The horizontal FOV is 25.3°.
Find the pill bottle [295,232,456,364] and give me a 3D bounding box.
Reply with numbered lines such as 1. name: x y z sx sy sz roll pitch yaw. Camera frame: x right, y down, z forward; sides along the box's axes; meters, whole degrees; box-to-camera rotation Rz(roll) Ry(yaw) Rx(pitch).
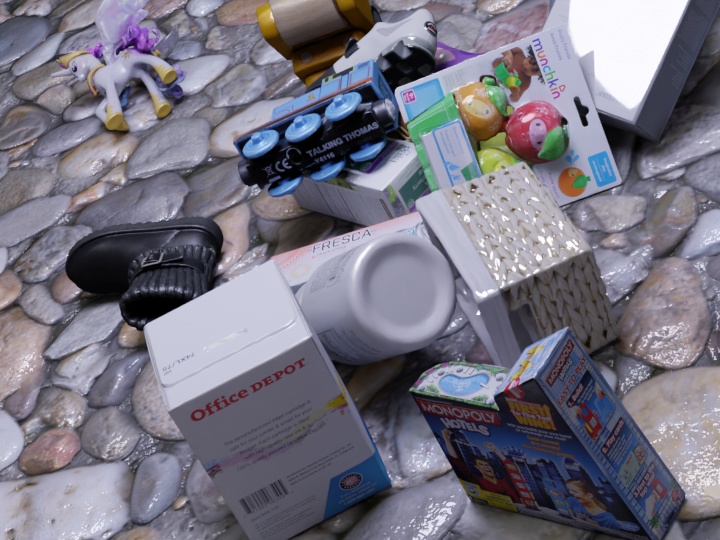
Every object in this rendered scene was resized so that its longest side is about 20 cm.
1. pill bottle: 0.005 0.035 1.596 0.114 0.114 0.200 -44 9 -23

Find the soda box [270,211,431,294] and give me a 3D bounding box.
1. soda box: 0.000 0.000 1.741 0.199 0.064 0.068 -18 36 15

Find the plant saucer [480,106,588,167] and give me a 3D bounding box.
1. plant saucer: 0.178 -0.180 1.883 0.199 0.031 0.200 -17 36 13

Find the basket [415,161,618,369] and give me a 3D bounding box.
1. basket: 0.154 -0.001 1.578 0.123 0.136 0.200 -26 36 -2

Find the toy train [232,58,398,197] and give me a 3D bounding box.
1. toy train: -0.049 -0.157 1.820 0.200 0.087 0.114 -23 30 18

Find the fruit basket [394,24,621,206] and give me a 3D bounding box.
1. fruit basket: 0.157 -0.144 1.732 0.199 0.186 0.094 -19 4 16

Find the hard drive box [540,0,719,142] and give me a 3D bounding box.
1. hard drive box: 0.290 -0.264 1.767 0.156 0.077 0.200 26 92 32

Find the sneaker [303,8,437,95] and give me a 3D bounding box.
1. sneaker: 0.017 -0.242 1.887 0.200 0.074 0.089 -22 43 37

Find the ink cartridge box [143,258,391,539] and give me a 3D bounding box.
1. ink cartridge box: -0.088 0.127 1.515 0.146 0.200 0.146 -27 35 -1

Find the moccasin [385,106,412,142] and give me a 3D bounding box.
1. moccasin: 0.059 -0.168 1.877 0.201 0.074 0.078 -1 57 58

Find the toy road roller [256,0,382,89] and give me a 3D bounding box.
1. toy road roller: -0.034 -0.268 2.009 0.123 0.200 0.146 -18 72 14

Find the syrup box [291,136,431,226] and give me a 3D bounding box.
1. syrup box: -0.002 -0.108 1.864 0.200 0.082 0.079 17 57 46

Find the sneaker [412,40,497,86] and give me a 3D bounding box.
1. sneaker: 0.081 -0.251 1.919 0.200 0.080 0.089 -3 81 34

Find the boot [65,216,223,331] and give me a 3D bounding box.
1. boot: -0.264 0.016 1.879 0.210 0.080 0.158 -14 37 18

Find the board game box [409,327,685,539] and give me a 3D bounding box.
1. board game box: 0.150 0.129 1.356 0.200 0.200 0.062 9 49 39

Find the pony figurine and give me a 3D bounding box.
1. pony figurine: -0.331 -0.297 2.287 0.193 0.167 0.200 -40 51 -5

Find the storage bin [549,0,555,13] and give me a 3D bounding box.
1. storage bin: 0.314 -0.306 1.882 0.199 0.145 0.135 -1 70 32
